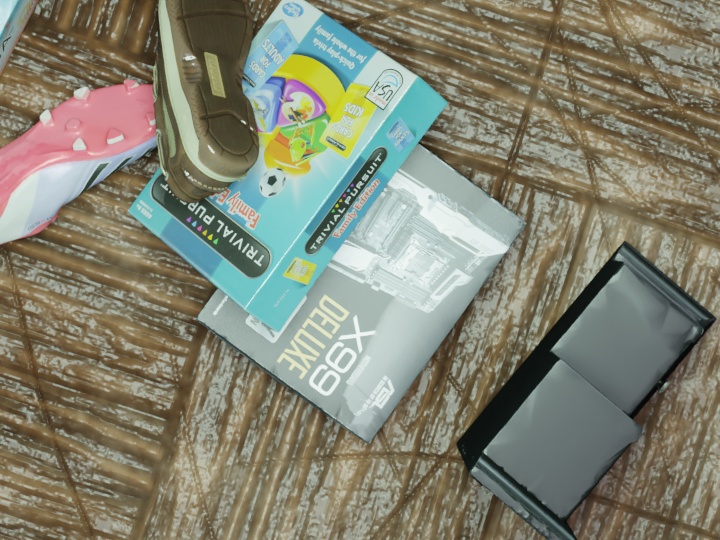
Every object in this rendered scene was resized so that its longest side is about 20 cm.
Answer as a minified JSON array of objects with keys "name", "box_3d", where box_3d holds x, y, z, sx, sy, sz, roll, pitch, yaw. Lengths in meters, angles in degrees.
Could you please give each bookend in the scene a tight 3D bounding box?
[{"name":"bookend","box_3d":[0.166,0.084,1.569,0.092,0.199,0.200,40,90,-1]}]

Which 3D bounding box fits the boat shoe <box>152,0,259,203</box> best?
[{"name":"boat shoe","box_3d":[-0.122,-0.137,1.590,0.074,0.203,0.075,20,137,-29]}]

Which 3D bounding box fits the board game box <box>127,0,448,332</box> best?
[{"name":"board game box","box_3d":[-0.054,-0.080,1.589,0.151,0.047,0.200,37,91,40]}]

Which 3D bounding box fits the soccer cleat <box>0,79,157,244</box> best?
[{"name":"soccer cleat","box_3d":[-0.220,-0.072,1.628,0.199,0.077,0.067,-29,58,-14]}]

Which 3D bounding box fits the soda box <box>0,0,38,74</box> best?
[{"name":"soda box","box_3d":[-0.297,-0.144,1.611,0.063,0.068,0.201,27,92,1]}]

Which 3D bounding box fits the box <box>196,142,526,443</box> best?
[{"name":"box","box_3d":[0.000,0.000,1.636,0.157,0.050,0.200,37,90,-2]}]
